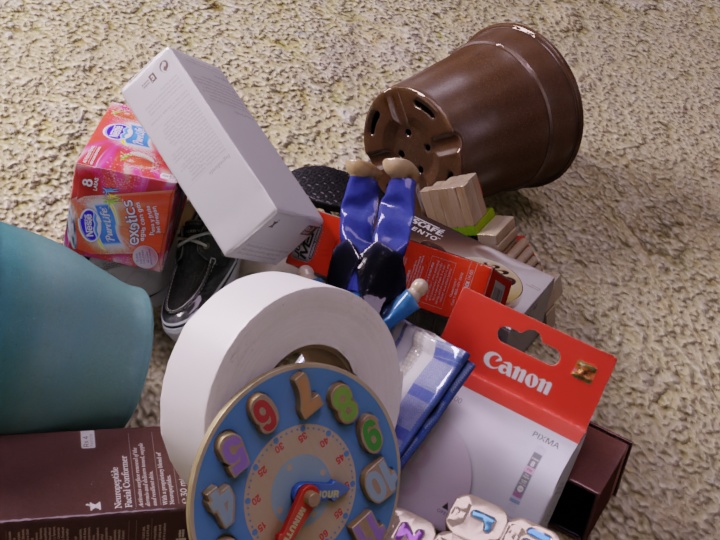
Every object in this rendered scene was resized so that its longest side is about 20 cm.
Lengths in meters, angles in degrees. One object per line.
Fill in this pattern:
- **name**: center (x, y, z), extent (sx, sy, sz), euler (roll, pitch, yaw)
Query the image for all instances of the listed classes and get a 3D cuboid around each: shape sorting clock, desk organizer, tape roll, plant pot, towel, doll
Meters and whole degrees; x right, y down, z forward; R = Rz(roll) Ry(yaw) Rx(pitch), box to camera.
- **shape sorting clock**: center (-0.046, 0.173, 1.043), extent (0.198, 0.203, 0.039), euler (-21, 21, -35)
- **desk organizer**: center (0.141, 0.161, 1.237), extent (0.198, 0.072, 0.077), euler (25, 42, 19)
- **tape roll**: center (-0.061, 0.106, 1.090), extent (0.201, 0.205, 0.070), euler (-21, 22, -35)
- **plant pot**: center (0.122, -0.164, 1.543), extent (0.199, 0.202, 0.197), euler (35, 41, 30)
- **plant pot**: center (-0.288, 0.063, 1.169), extent (0.186, 0.201, 0.201), euler (15, 32, -26)
- **towel**: center (0.003, 0.103, 1.205), extent (0.148, 0.024, 0.199), euler (-54, 36, -8)
- **doll**: center (0.000, 0.000, 1.220), extent (0.135, 0.048, 0.203), euler (1, 72, 27)

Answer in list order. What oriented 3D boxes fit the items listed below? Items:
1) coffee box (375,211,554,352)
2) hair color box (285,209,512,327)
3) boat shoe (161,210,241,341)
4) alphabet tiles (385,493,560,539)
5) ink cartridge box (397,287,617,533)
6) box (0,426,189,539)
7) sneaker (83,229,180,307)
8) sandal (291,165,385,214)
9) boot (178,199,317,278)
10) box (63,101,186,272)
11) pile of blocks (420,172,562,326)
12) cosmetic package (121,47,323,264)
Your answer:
- **coffee box**: center (0.086, 0.021, 1.398), extent (0.198, 0.081, 0.113), euler (27, 40, 20)
- **hair color box**: center (0.038, 0.001, 1.293), extent (0.198, 0.062, 0.101), euler (18, -2, 19)
- **boat shoe**: center (-0.153, -0.025, 1.316), extent (0.071, 0.071, 0.202), euler (-2, 50, 29)
- **alphabet tiles**: center (0.081, 0.276, 1.074), extent (0.194, 0.015, 0.201), euler (21, 54, 19)
- **ink cartridge box**: center (0.111, 0.136, 1.173), extent (0.161, 0.202, 0.057), euler (25, 5, 20)
- **box**: center (-0.239, 0.190, 1.108), extent (0.197, 0.076, 0.101), euler (-3, 39, -14)
- **sneaker**: center (-0.242, 0.002, 1.320), extent (0.076, 0.081, 0.199), euler (10, 35, 41)
- **sandal**: center (0.002, -0.076, 1.547), extent (0.198, 0.045, 0.076), euler (7, 40, -30)
- **boot**: center (-0.132, -0.011, 1.400), extent (0.197, 0.073, 0.155), euler (16, 42, 13)
- **box**: center (-0.223, -0.088, 1.329), extent (0.098, 0.097, 0.201), euler (11, 23, -4)
- **pile of blocks**: center (0.146, -0.023, 1.447), extent (0.201, 0.082, 0.062), euler (53, 44, -4)
- **cosmetic package**: center (-0.130, -0.106, 1.258), extent (0.201, 0.074, 0.101), euler (57, 18, 18)
